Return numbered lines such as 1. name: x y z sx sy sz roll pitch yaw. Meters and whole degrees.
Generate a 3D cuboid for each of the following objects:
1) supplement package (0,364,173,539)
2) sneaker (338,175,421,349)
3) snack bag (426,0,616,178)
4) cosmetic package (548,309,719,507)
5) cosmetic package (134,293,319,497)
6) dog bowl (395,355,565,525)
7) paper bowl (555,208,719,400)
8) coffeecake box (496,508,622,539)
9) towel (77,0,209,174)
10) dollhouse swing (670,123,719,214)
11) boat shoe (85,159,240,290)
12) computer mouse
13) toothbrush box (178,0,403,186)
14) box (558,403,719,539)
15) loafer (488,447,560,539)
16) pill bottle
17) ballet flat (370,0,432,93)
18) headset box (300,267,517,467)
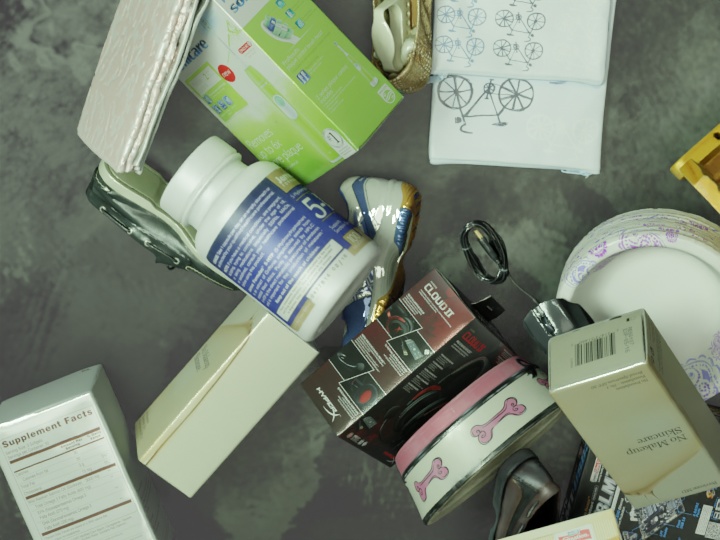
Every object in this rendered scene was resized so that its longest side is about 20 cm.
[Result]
1. supplement package: -0.283 0.216 1.754 0.117 0.117 0.200 -21 101 1
2. sneaker: 0.000 0.000 1.761 0.088 0.075 0.200 15 99 13
3. snack bag: 0.160 -0.197 1.747 0.188 0.021 0.200 4 101 -4
4. cosmetic package: 0.270 0.137 1.671 0.103 0.073 0.200 -21 129 24
5. cosmetic package: -0.138 0.121 1.747 0.073 0.104 0.200 38 96 -18
6. dog bowl: 0.120 0.165 1.733 0.200 0.200 0.074 -41 77 5
7. paper bowl: 0.299 0.032 1.737 0.200 0.104 0.201 6 118 10
8. coffeecake box: 0.208 0.344 1.769 0.153 0.073 0.200 -16 137 5
9. towel: -0.211 -0.201 1.647 0.032 0.191 0.200 18 100 -26
10. dollhouse swing: 0.421 -0.078 1.667 0.182 0.176 0.200 -41 79 -3
11. boat shoe: -0.193 -0.037 1.739 0.199 0.075 0.066 35 126 -17
12. computer mouse: 0.167 0.031 1.692 0.200 0.034 0.059 45 118 -10
13. toothbrush box: -0.081 -0.189 1.664 0.200 0.146 0.086 47 59 -10
14. box: 0.322 0.234 1.823 0.198 0.050 0.200 13 101 -4
15. loafer: 0.174 0.266 1.763 0.072 0.063 0.200 -35 142 -24
16. pill bottle: -0.091 -0.036 1.677 0.200 0.120 0.120 38 97 5
17. ballet flat: 0.037 -0.273 1.697 0.070 0.065 0.200 1 101 34
18. headset box: 0.059 0.093 1.728 0.200 0.149 0.075 -41 62 4
